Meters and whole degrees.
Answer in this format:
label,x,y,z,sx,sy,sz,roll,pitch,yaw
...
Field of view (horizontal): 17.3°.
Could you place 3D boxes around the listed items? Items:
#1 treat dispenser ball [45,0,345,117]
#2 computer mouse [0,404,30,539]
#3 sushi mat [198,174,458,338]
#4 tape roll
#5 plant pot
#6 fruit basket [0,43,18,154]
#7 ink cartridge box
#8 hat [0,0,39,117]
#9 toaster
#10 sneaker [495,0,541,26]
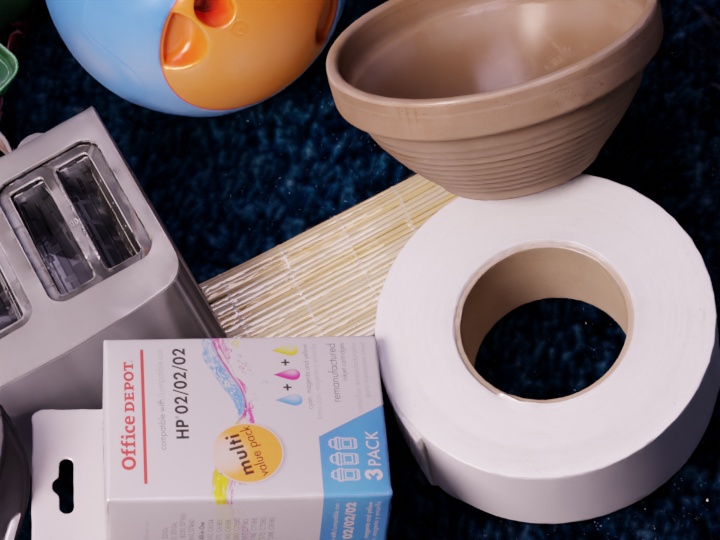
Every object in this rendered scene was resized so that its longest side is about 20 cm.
label,x,y,z,sx,sy,sz,roll,pitch,yaw
treat dispenser ball,-0.105,-0.200,1.523,0.200,0.201,0.202,-6,58,10
computer mouse,-0.243,0.161,1.381,0.140,0.046,0.201,15,94,52
sushi mat,0.000,0.000,1.488,0.199,0.012,0.096,-27,57,-4
tape roll,0.110,0.045,1.391,0.202,0.071,0.203,-4,62,8
plant pot,0.086,-0.105,1.403,0.200,0.093,0.201,-13,27,7
fruit basket,-0.295,-0.142,1.458,0.185,0.200,0.094,42,89,7
ink cartridge box,-0.087,0.102,1.341,0.199,0.068,0.115,-1,49,-7
hat,-0.267,-0.160,1.650,0.165,0.177,0.200,12,24,20
toaster,-0.196,0.022,1.460,0.180,0.119,0.200,-29,57,-4
sneaker,0.096,-0.151,1.516,0.200,0.080,0.077,-40,56,-11
